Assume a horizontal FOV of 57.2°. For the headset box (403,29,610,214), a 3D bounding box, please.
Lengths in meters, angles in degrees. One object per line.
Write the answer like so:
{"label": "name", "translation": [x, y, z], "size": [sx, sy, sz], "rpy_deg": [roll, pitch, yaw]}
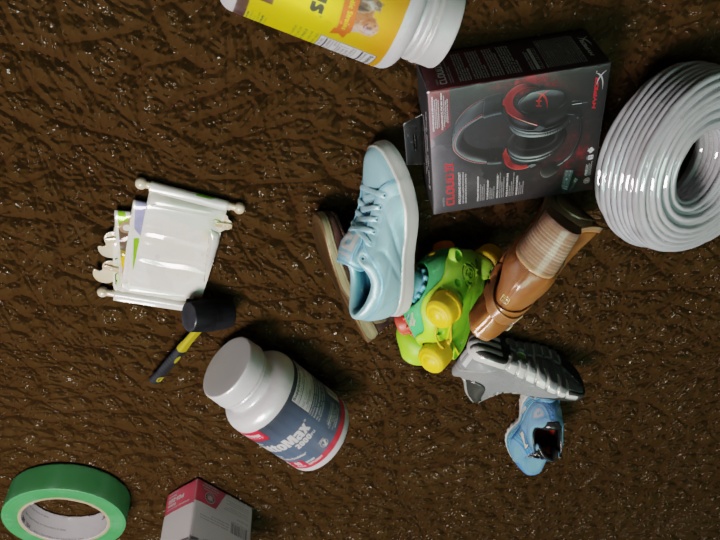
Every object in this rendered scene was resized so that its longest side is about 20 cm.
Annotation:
{"label": "headset box", "translation": [0.142, -0.149, 0.686], "size": [0.196, 0.076, 0.150], "rpy_deg": [-8, 133, 1]}

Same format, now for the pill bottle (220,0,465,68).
{"label": "pill bottle", "translation": [-0.013, -0.244, 0.563], "size": [0.196, 0.110, 0.110], "rpy_deg": [15, 129, -19]}

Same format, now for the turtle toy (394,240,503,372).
{"label": "turtle toy", "translation": [0.096, 0.048, 0.826], "size": [0.100, 0.145, 0.203], "rpy_deg": [28, 135, 24]}

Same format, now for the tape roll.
{"label": "tape roll", "translation": [-0.494, 0.402, 1.116], "size": [0.196, 0.049, 0.203], "rpy_deg": [-3, 131, -4]}

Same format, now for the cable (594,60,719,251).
{"label": "cable", "translation": [0.344, -0.114, 0.703], "size": [0.199, 0.069, 0.201], "rpy_deg": [-39, 126, -6]}

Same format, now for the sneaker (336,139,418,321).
{"label": "sneaker", "translation": [0.014, -0.037, 0.725], "size": [0.081, 0.073, 0.204], "rpy_deg": [-15, 108, -32]}

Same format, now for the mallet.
{"label": "mallet", "translation": [-0.243, 0.100, 0.877], "size": [0.199, 0.042, 0.065], "rpy_deg": [-40, 154, 30]}

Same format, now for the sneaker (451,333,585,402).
{"label": "sneaker", "translation": [0.224, 0.162, 0.980], "size": [0.197, 0.076, 0.116], "rpy_deg": [24, 131, -12]}

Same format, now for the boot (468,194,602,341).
{"label": "boot", "translation": [0.193, -0.007, 0.752], "size": [0.073, 0.199, 0.156], "rpy_deg": [41, 117, 16]}

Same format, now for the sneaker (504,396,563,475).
{"label": "sneaker", "translation": [0.283, 0.277, 1.066], "size": [0.077, 0.091, 0.202], "rpy_deg": [-6, 133, -1]}

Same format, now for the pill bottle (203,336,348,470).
{"label": "pill bottle", "translation": [-0.118, 0.184, 0.920], "size": [0.119, 0.121, 0.200], "rpy_deg": [-31, 127, 20]}

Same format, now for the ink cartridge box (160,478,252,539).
{"label": "ink cartridge box", "translation": [-0.261, 0.482, 1.110], "size": [0.084, 0.202, 0.146], "rpy_deg": [-31, 128, 21]}

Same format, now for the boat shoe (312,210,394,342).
{"label": "boat shoe", "translation": [0.000, 0.000, 0.815], "size": [0.071, 0.072, 0.202], "rpy_deg": [-29, 126, -7]}

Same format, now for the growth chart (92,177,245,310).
{"label": "growth chart", "translation": [-0.237, -0.023, 0.793], "size": [0.142, 0.018, 0.201], "rpy_deg": [17, 127, -20]}
